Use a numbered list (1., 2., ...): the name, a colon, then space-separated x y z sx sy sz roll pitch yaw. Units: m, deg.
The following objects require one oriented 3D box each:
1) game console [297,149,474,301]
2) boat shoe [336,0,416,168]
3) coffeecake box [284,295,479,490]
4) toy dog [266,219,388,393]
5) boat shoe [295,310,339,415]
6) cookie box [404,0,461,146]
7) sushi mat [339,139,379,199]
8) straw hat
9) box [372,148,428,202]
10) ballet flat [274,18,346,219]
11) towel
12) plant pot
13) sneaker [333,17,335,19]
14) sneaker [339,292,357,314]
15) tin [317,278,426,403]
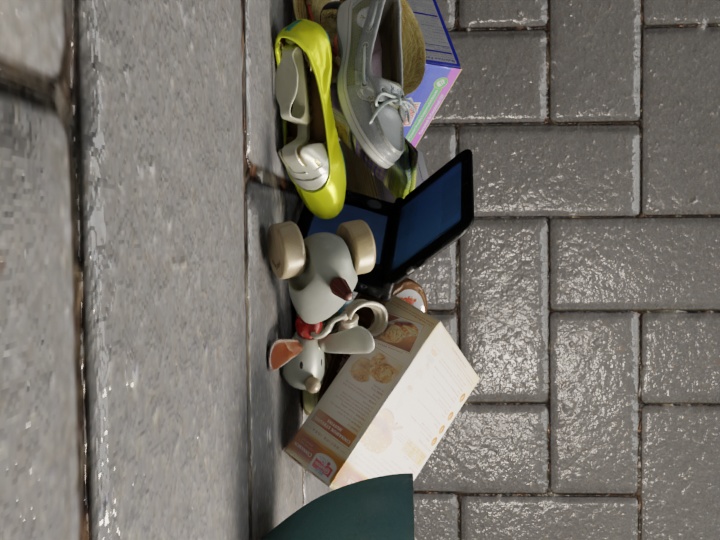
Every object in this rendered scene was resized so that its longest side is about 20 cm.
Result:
1. game console: 0.024 -0.071 0.888 0.201 0.173 0.118 -77 -176 -59
2. boat shoe: 0.020 -0.203 0.832 0.074 0.064 0.205 27 51 -47
3. coffeecake box: 0.030 0.156 0.888 0.201 0.073 0.154 -54 143 -12
4. toy dog: -0.032 0.044 0.755 0.097 0.130 0.202 -120 -170 -46
5. boat shoe: -0.041 0.084 0.952 0.074 0.062 0.204 -84 173 -62
6. cookie box: 0.044 -0.288 1.092 0.172 0.074 0.203 124 -42 -52
7. sushi mat: -0.016 -0.125 1.146 0.096 0.012 0.202 -54 -147 34
8. straw hat: -0.023 -0.263 0.936 0.085 0.199 0.204 -28 -129 45
9. box: 0.024 -0.061 1.155 0.200 0.041 0.157 -47 -145 32
10. ballet flat: -0.057 -0.143 0.809 0.067 0.066 0.204 -38 128 -59
11. towel: -0.001 -0.177 1.039 0.200 0.023 0.144 48 -15 18
12. plant pot: -0.019 0.277 0.691 0.200 0.132 0.204 0 90 -87
13. sneaker: -0.045 -0.342 0.986 0.077 0.074 0.203 -54 138 -64
14. sneaker: -0.025 0.115 1.038 0.201 0.078 0.132 84 0 -57
15. tin: 0.017 0.101 0.943 0.111 0.041 0.203 8 104 -56
